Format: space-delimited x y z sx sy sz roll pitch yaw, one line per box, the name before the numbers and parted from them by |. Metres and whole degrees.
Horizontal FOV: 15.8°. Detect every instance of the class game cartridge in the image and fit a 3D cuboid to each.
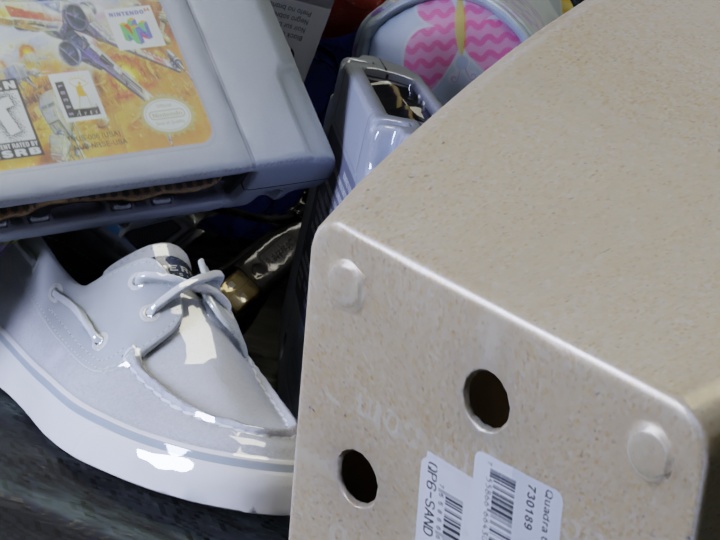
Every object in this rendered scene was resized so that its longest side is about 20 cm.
game cartridge | 0.000 0.000 0.942 0.041 0.134 0.200 15 11 -7
game cartridge | -0.114 -0.077 0.903 0.199 0.134 0.042 -10 -18 -35

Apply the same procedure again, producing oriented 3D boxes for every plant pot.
plant pot | 0.089 0.047 0.701 0.176 0.201 0.200 -18 34 -39

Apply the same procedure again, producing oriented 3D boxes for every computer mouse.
computer mouse | -0.087 -0.027 1.117 0.199 0.110 0.044 18 -31 41

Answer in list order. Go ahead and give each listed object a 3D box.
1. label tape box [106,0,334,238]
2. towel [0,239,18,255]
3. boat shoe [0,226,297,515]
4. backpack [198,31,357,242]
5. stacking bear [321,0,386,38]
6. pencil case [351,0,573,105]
label tape box | -0.086 -0.095 1.082 0.066 0.201 0.143 8 18 -37
towel | -0.183 -0.047 0.967 0.199 0.023 0.144 15 49 37
boat shoe | -0.074 0.024 0.890 0.072 0.069 0.200 9 13 -31
backpack | -0.074 -0.094 1.263 0.199 0.163 0.168 20 29 -28
stacking bear | -0.001 -0.173 1.188 0.121 0.114 0.200 34 35 -4
pencil case | 0.051 -0.090 1.139 0.091 0.083 0.200 43 14 1
